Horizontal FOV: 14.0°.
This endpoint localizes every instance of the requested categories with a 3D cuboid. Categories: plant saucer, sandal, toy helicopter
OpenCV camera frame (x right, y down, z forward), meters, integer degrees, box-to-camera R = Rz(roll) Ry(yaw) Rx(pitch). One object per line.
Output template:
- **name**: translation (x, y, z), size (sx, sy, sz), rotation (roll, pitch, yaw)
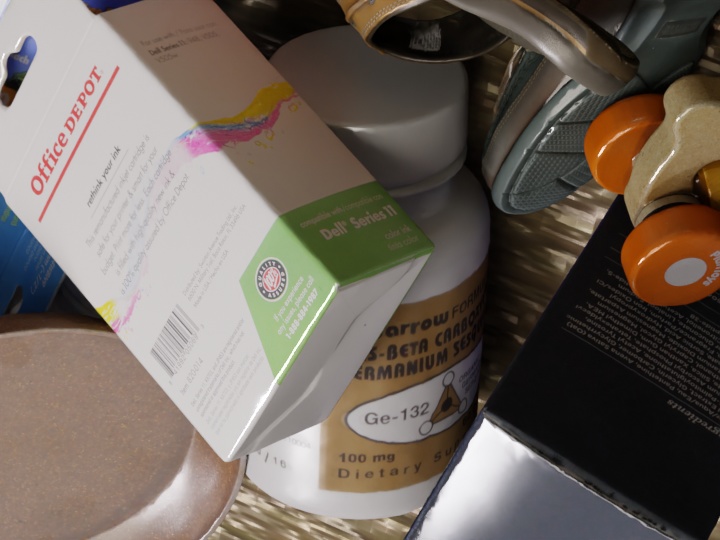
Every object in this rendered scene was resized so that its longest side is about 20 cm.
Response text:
- **plant saucer**: translation (-0.151, 0.085, 1.312), size (0.199, 0.035, 0.201), rotation (-10, 137, -9)
- **sandal**: translation (0.031, -0.107, 1.201), size (0.200, 0.082, 0.055), rotation (33, 98, 38)
- **toy helicopter**: translation (0.186, -0.068, 1.176), size (0.131, 0.079, 0.200), rotation (7, 136, -25)

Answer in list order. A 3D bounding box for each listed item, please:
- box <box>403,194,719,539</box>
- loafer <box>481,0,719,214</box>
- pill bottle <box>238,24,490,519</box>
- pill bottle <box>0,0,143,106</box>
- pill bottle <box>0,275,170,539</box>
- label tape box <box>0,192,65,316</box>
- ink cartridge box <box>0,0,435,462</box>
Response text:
- **box**: translation (0.100, 0.079, 1.244), size (0.104, 0.200, 0.148), rotation (32, 129, 4)
- **loafer**: translation (0.108, -0.108, 1.221), size (0.200, 0.072, 0.063), rotation (-53, 56, 36)
- **pill bottle**: translation (0.000, 0.000, 1.304), size (0.114, 0.114, 0.201), rotation (15, 125, 19)
- **pill bottle**: translation (-0.117, -0.157, 1.267), size (0.112, 0.112, 0.201), rotation (33, 130, 5)
- **pill bottle**: translation (-0.125, 0.052, 1.398), size (0.119, 0.120, 0.201), rotation (32, 130, 6)
- **label tape box**: translation (-0.216, -0.032, 1.363), size (0.144, 0.066, 0.201), rotation (-58, 46, 39)
- **ink cartridge box**: translation (-0.074, -0.035, 1.227), size (0.200, 0.067, 0.117), rotation (48, 131, 18)
